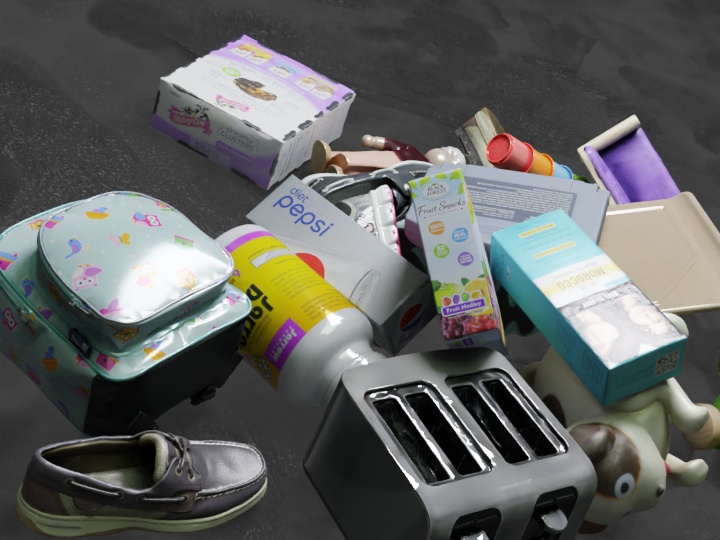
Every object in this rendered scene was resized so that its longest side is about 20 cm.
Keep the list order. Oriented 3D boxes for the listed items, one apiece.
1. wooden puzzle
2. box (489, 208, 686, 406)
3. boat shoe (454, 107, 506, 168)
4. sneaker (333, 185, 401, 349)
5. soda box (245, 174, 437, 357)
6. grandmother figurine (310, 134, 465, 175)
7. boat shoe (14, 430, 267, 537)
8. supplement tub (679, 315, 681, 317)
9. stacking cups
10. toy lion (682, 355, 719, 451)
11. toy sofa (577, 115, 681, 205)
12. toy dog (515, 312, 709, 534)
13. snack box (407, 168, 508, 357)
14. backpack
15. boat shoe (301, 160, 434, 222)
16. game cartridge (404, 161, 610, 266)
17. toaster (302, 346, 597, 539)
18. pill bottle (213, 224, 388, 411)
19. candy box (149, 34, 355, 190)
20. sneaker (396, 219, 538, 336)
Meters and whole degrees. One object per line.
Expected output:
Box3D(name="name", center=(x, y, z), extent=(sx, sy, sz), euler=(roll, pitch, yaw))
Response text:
Box3D(name="wooden puzzle", center=(0.278, -0.007, 1.163), extent=(0.199, 0.037, 0.185), euler=(-10, 38, -3))
Box3D(name="box", center=(0.201, 0.028, 1.018), extent=(0.082, 0.049, 0.200), euler=(-20, 44, -16))
Box3D(name="boat shoe", center=(0.168, -0.110, 1.398), extent=(0.073, 0.065, 0.200), euler=(32, 37, -47))
Box3D(name="sneaker", center=(0.000, 0.000, 1.150), extent=(0.087, 0.074, 0.200), euler=(-9, 53, 4))
Box3D(name="soda box", center=(-0.018, -0.007, 1.075), extent=(0.068, 0.063, 0.200), euler=(-43, 57, -14))
Box3D(name="grandmother figurine", center=(0.044, -0.122, 1.351), extent=(0.200, 0.061, 0.122), euler=(-8, 65, -33))
Box3D(name="boat shoe", center=(-0.158, 0.155, 0.851), extent=(0.200, 0.065, 0.072), euler=(0, 38, -29))
Box3D(name="supplement tub", center=(0.274, 0.005, 1.257), extent=(0.107, 0.107, 0.200), euler=(-1, 41, -30))
Box3D(name="stacking cups", center=(0.224, -0.108, 1.366), extent=(0.200, 0.061, 0.061), euler=(22, 27, -40))
Box3D(name="toy lion", center=(0.405, 0.134, 1.071), extent=(0.069, 0.192, 0.200), euler=(2, 39, -26))
Box3D(name="toy sofa", center=(0.344, -0.079, 1.335), extent=(0.200, 0.083, 0.098), euler=(61, 10, 7))
Box3D(name="toy dog", center=(0.223, 0.141, 1.018), extent=(0.193, 0.140, 0.200), euler=(10, 34, 5))
Box3D(name="snack box", center=(0.092, 0.004, 1.019), extent=(0.053, 0.200, 0.143), euler=(-15, 77, 6))
Box3D(name="backpack", center=(-0.212, 0.023, 0.935), extent=(0.200, 0.154, 0.176), euler=(30, 40, 25))
Box3D(name="boat shoe", center=(0.027, -0.080, 1.262), extent=(0.200, 0.076, 0.060), euler=(-12, 21, -24))
Box3D(name="game cartridge", center=(0.154, -0.055, 1.178), extent=(0.200, 0.042, 0.133), euler=(10, 46, 15))
Box3D(name="toaster", center=(0.068, 0.162, 0.916), extent=(0.180, 0.119, 0.200), euler=(-5, 42, -34))
Box3D(name="pill bottle", center=(-0.060, 0.053, 1.010), extent=(0.200, 0.104, 0.104), euler=(40, 38, 26))
Box3D(name="candy box", center=(-0.127, -0.195, 1.347), extent=(0.168, 0.072, 0.200), euler=(29, 34, 11))
Box3D(name="sneaker", center=(0.142, -0.013, 1.235), extent=(0.200, 0.078, 0.140), euler=(36, 37, 20))
